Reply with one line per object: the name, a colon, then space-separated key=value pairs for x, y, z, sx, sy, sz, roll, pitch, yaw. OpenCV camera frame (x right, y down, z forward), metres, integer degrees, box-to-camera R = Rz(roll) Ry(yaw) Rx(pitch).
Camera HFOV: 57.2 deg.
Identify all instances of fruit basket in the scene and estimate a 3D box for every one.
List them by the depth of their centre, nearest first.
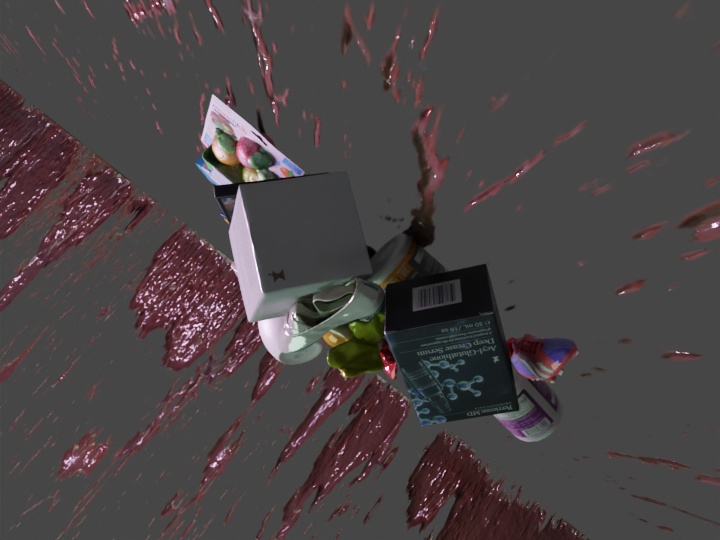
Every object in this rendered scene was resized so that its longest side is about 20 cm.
fruit basket: x=-0.191 y=-0.187 z=1.104 sx=0.185 sy=0.094 sz=0.200 roll=40 pitch=165 yaw=-9

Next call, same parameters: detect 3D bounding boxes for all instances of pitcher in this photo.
pitcher: x=-0.109 y=0.064 z=1.216 sx=0.121 sy=0.171 sz=0.200 roll=113 pitch=146 yaw=-49

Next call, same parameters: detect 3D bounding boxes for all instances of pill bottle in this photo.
pill bottle: x=0.102 y=0.045 z=1.043 sx=0.200 sy=0.116 sz=0.116 roll=40 pitch=168 yaw=-11
pill bottle: x=0.272 y=0.216 z=1.198 sx=0.200 sy=0.112 sz=0.112 roll=45 pitch=166 yaw=-28

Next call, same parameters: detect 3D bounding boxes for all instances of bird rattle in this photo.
bird rattle: x=-0.005 y=0.098 z=1.057 sx=0.163 sy=0.113 sz=0.200 roll=26 pitch=-177 yaw=14

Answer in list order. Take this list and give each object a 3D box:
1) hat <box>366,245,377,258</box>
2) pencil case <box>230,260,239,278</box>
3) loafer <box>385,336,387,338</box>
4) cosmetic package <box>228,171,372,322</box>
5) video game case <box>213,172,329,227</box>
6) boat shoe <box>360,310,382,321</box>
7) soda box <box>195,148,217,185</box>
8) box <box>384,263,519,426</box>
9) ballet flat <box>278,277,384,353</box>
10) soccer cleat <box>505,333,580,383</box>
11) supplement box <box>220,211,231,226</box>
hat: x=0.000 y=0.000 z=1.241 sx=0.201 sy=0.081 sz=0.201 roll=50 pitch=-152 yaw=-38
pencil case: x=-0.161 y=-0.041 z=1.325 sx=0.078 sy=0.200 sz=0.090 roll=27 pitch=156 yaw=56
loafer: x=0.093 y=0.092 z=1.214 sx=0.068 sy=0.070 sz=0.201 roll=51 pitch=160 yaw=3
cosmetic package: x=-0.101 y=-0.031 z=1.020 sx=0.200 sy=0.166 sz=0.168 roll=135 pitch=123 yaw=-69
video game case: x=-0.139 y=-0.109 z=1.115 sx=0.180 sy=0.026 sz=0.200 roll=-7 pitch=167 yaw=-4
boat shoe: x=0.035 y=0.072 z=1.187 sx=0.065 sy=0.200 sz=0.072 roll=33 pitch=-161 yaw=37
soda box: x=-0.236 y=-0.181 z=1.328 sx=0.200 sy=0.064 sz=0.068 roll=31 pitch=167 yaw=28
box: x=0.132 y=0.110 z=0.943 sx=0.107 sy=0.148 sz=0.200 roll=-85 pitch=-22 yaw=-51
ballet flat: x=-0.059 y=0.058 z=0.953 sx=0.200 sy=0.070 sz=0.069 roll=-26 pitch=126 yaw=28
soccer cleat: x=0.267 y=0.125 z=0.998 sx=0.076 sy=0.067 sz=0.200 roll=41 pitch=172 yaw=8
supplement box: x=-0.188 y=-0.088 z=1.427 sx=0.109 sy=0.109 sz=0.200 roll=31 pitch=167 yaw=33
